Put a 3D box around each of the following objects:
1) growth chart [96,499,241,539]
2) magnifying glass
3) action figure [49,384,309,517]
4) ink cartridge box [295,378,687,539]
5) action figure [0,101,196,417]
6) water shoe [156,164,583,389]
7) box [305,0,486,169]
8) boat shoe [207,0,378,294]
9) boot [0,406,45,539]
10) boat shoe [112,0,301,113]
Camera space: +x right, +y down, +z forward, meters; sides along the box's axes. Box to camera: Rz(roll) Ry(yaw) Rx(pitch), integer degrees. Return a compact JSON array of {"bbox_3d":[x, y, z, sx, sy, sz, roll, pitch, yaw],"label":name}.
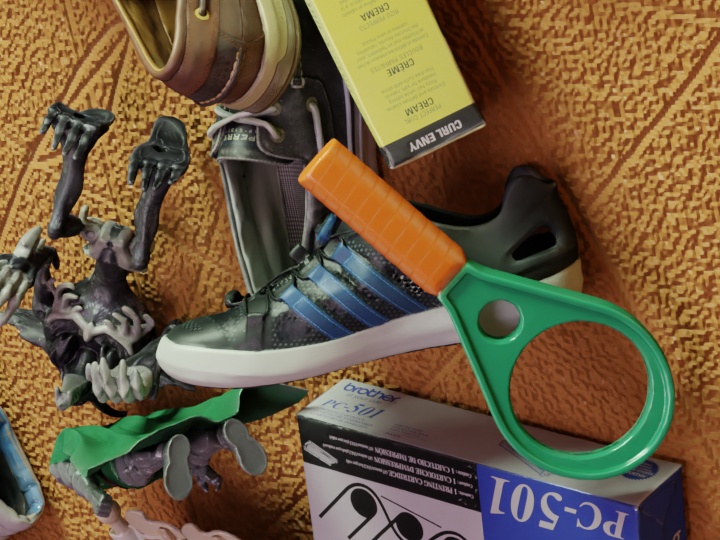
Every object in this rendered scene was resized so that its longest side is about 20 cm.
[{"bbox_3d":[-0.044,0.180,1.415,0.200,0.018,0.145,11,143,38],"label":"growth chart"},{"bbox_3d":[0.055,0.016,1.192,0.200,0.022,0.080,40,100,-10],"label":"magnifying glass"},{"bbox_3d":[-0.112,0.096,1.392,0.200,0.118,0.055,-12,92,66],"label":"action figure"},{"bbox_3d":[0.063,0.121,1.306,0.200,0.044,0.094,13,123,35],"label":"ink cartridge box"},{"bbox_3d":[-0.142,0.013,1.382,0.119,0.102,0.200,22,128,15],"label":"action figure"},{"bbox_3d":[0.000,0.000,1.236,0.200,0.072,0.079,-12,99,4],"label":"water shoe"},{"bbox_3d":[-0.010,-0.146,1.195,0.050,0.075,0.200,-26,97,2],"label":"box"},{"bbox_3d":[-0.035,-0.065,1.268,0.072,0.071,0.200,2,113,40],"label":"boat shoe"},{"bbox_3d":[-0.256,0.072,1.545,0.096,0.074,0.200,-24,105,39],"label":"boot"},{"bbox_3d":[-0.094,-0.158,1.232,0.072,0.067,0.200,-51,52,36],"label":"boat shoe"}]
